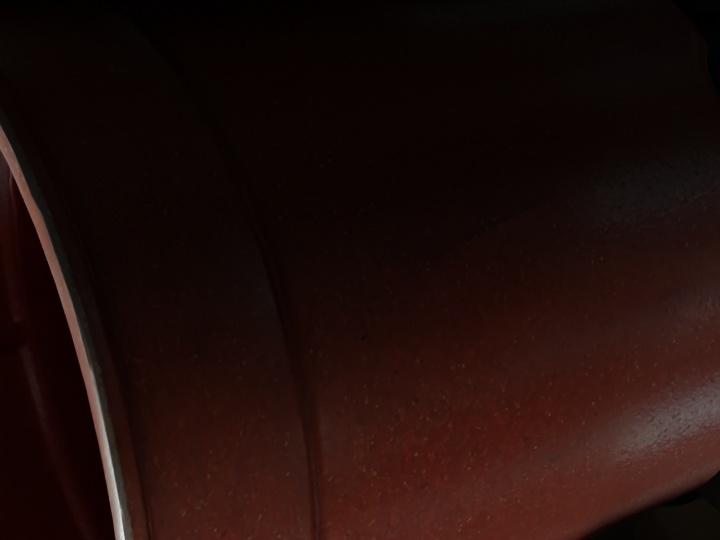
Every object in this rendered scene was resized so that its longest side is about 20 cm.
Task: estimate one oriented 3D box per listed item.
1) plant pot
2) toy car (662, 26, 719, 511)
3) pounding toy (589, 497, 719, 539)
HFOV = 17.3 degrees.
[{"bbox_3d":[-0.012,0.010,0.597,0.194,0.203,0.200,-15,180,-27],"label":"plant pot"},{"bbox_3d":[0.193,0.016,0.694,0.199,0.178,0.184,25,160,-29],"label":"toy car"},{"bbox_3d":[0.078,0.150,0.669,0.183,0.144,0.199,-5,-170,-36],"label":"pounding toy"}]
